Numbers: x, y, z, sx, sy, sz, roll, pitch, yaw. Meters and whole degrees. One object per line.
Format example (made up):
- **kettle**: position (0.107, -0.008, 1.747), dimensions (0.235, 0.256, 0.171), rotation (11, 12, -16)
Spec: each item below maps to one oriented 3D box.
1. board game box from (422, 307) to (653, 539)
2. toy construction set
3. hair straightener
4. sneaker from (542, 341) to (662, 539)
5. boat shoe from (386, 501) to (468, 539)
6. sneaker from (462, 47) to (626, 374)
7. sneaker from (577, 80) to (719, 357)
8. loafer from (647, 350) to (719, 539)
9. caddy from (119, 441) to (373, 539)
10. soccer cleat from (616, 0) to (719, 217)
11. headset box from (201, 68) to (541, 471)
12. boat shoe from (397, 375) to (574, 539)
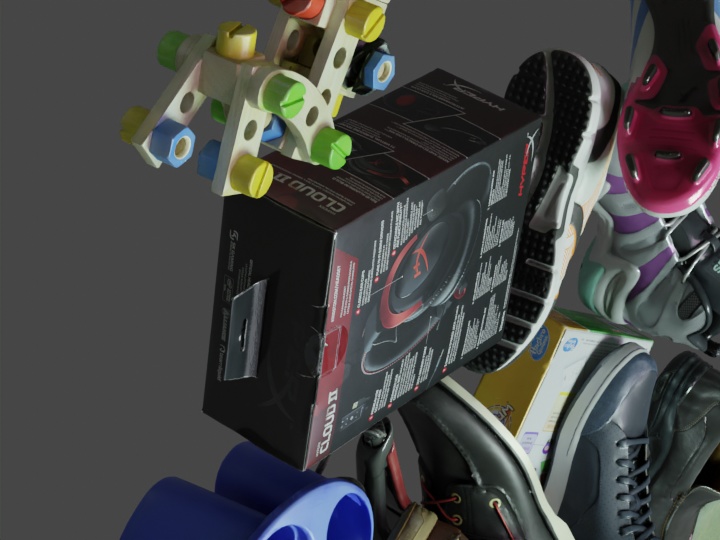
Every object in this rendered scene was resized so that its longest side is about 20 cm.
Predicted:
- **board game box**: position (0.109, 0.123, 1.549), dimensions (0.153, 0.040, 0.200), rotation (12, 104, -61)
- **toy construction set**: position (-0.021, -0.127, 1.073), dimensions (0.200, 0.092, 0.131), rotation (-57, 153, 14)
- **hair straightener**: position (0.005, 0.154, 1.398), dimensions (0.077, 0.041, 0.200), rotation (-47, 154, -25)
- **sneaker**: position (0.188, 0.161, 1.518), dimensions (0.077, 0.146, 0.203), rotation (-1, 114, -57)
- **boat shoe**: position (0.044, 0.194, 1.366), dimensions (0.072, 0.068, 0.200), rotation (-59, 169, -16)
- **sneaker**: position (0.108, -0.031, 1.379), dimensions (0.080, 0.074, 0.200), rotation (-4, 118, -60)
- **sneaker**: position (0.210, -0.024, 1.480), dimensions (0.078, 0.140, 0.200), rotation (-46, 148, -27)
- **loafer**: position (0.252, 0.156, 1.782), dimensions (0.073, 0.072, 0.200), rotation (-41, 146, -36)
- **caddy**: position (-0.060, 0.191, 1.257), dimensions (0.141, 0.105, 0.200), rotation (-21, 132, -50)
- **soccer cleat**: position (0.191, -0.114, 1.380), dimensions (0.086, 0.070, 0.200), rotation (60, 33, -63)
- **headset box**: position (0.000, 0.000, 1.223), dimensions (0.200, 0.075, 0.149), rotation (-31, 139, -44)
- **boat shoe**: position (0.071, 0.137, 1.426), dimensions (0.063, 0.074, 0.201), rotation (-43, 126, -17)
